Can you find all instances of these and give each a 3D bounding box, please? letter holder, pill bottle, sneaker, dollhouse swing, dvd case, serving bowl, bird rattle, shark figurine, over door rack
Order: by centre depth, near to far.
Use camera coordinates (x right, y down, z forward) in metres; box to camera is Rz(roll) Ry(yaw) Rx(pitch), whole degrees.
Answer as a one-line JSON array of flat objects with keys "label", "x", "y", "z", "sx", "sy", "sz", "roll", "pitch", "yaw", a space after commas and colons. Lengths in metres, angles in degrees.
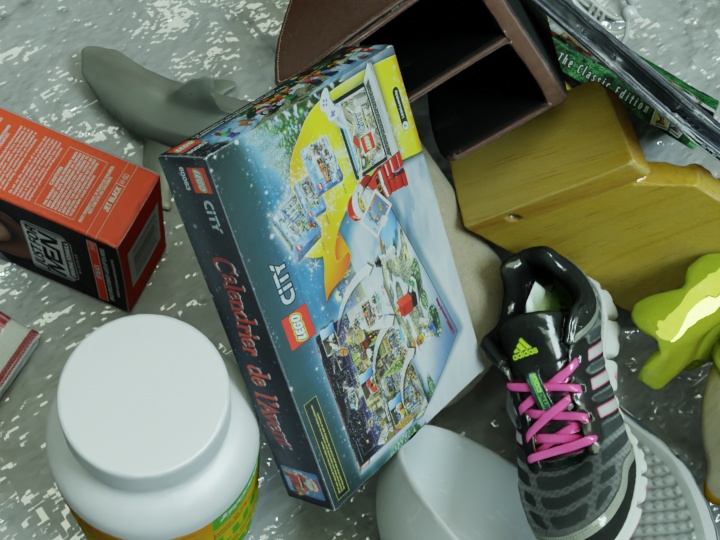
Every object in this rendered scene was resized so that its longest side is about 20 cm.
[{"label": "pill bottle", "x": -0.110, "y": 0.100, "z": 0.639, "sx": 0.110, "sy": 0.200, "sz": 0.112, "roll": 2, "pitch": 65, "yaw": -5}, {"label": "serving bowl", "x": 0.083, "y": 0.176, "z": 0.655, "sx": 0.200, "sy": 0.200, "sz": 0.066, "roll": 39, "pitch": 101, "yaw": 12}, {"label": "bird rattle", "x": 0.261, "y": 0.067, "z": 0.658, "sx": 0.112, "sy": 0.199, "sz": 0.164, "roll": 7, "pitch": 86, "yaw": -49}, {"label": "sneaker", "x": 0.108, "y": 0.066, "z": 0.658, "sx": 0.073, "sy": 0.087, "sz": 0.201, "roll": -22, "pitch": 44, "yaw": 29}, {"label": "dvd case", "x": 0.185, "y": -0.092, "z": 0.672, "sx": 0.016, "sy": 0.200, "sz": 0.149, "roll": -50, "pitch": 49, "yaw": 17}, {"label": "sneaker", "x": 0.158, "y": 0.133, "z": 0.686, "sx": 0.078, "sy": 0.079, "sz": 0.200, "roll": -38, "pitch": 36, "yaw": 10}, {"label": "letter holder", "x": 0.032, "y": -0.149, "z": 0.718, "sx": 0.142, "sy": 0.101, "sz": 0.200, "roll": -30, "pitch": 27, "yaw": 20}, {"label": "dollhouse swing", "x": 0.177, "y": -0.082, "z": 0.749, "sx": 0.199, "sy": 0.181, "sz": 0.177, "roll": 24, "pitch": 62, "yaw": -32}, {"label": "shark figurine", "x": -0.086, "y": -0.121, "z": 0.814, "sx": 0.213, "sy": 0.090, "sz": 0.129, "roll": -6, "pitch": 67, "yaw": -8}, {"label": "over door rack", "x": 0.120, "y": -0.241, "z": 0.864, "sx": 0.199, "sy": 0.067, "sz": 0.148, "roll": 30, "pitch": 25, "yaw": 4}]

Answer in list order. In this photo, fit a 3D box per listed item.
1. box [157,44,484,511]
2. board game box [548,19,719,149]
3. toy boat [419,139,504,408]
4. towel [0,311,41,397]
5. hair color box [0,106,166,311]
[{"label": "box", "x": -0.011, "y": 0.002, "z": 0.608, "sx": 0.038, "sy": 0.201, "sz": 0.136, "roll": 7, "pitch": 34, "yaw": 44}, {"label": "board game box", "x": 0.171, "y": -0.159, "z": 0.868, "sx": 0.199, "sy": 0.024, "sz": 0.105, "roll": 33, "pitch": 24, "yaw": 8}, {"label": "toy boat", "x": 0.000, "y": 0.000, "z": 0.748, "sx": 0.130, "sy": 0.131, "sz": 0.200, "roll": -42, "pitch": 108, "yaw": -22}, {"label": "towel", "x": -0.325, "y": 0.053, "z": 0.735, "sx": 0.199, "sy": 0.023, "sz": 0.144, "roll": 27, "pitch": 62, "yaw": 4}, {"label": "hair color box", "x": -0.229, "y": -0.054, "z": 0.754, "sx": 0.199, "sy": 0.102, "sz": 0.061, "roll": 23, "pitch": 64, "yaw": 5}]
